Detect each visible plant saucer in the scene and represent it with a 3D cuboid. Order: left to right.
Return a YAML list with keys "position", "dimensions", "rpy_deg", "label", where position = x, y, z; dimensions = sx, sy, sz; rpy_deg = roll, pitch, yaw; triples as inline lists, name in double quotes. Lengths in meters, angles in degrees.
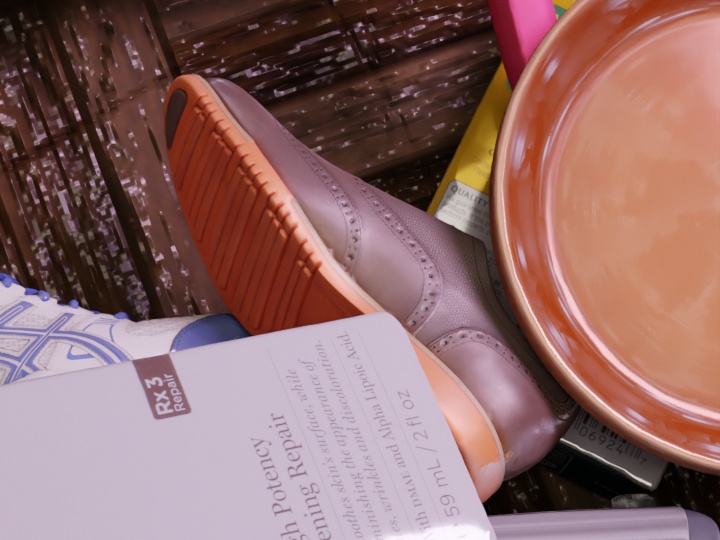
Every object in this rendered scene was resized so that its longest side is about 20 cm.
- position: [0.145, -0.023, 0.877]
  dimensions: [0.200, 0.032, 0.201]
  rpy_deg: [1, 80, -5]
  label: "plant saucer"

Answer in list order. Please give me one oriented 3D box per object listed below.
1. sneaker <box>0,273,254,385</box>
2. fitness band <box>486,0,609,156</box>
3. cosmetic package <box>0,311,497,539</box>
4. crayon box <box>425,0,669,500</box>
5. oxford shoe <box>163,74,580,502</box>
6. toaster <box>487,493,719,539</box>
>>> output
- position: [-0.137, 0.027, 0.913]
  dimensions: [0.199, 0.075, 0.088]
  rpy_deg: [-8, 73, -8]
  label: "sneaker"
- position: [0.116, -0.126, 0.922]
  dimensions: [0.143, 0.037, 0.201]
  rpy_deg: [-13, 90, -11]
  label: "fitness band"
- position: [-0.068, 0.086, 0.779]
  dimensions: [0.200, 0.074, 0.102]
  rpy_deg: [-11, 59, -26]
  label: "cosmetic package"
- position: [0.097, -0.023, 0.954]
  dimensions: [0.126, 0.052, 0.200]
  rpy_deg: [26, 75, 3]
  label: "crayon box"
- position: [0.000, 0.000, 0.893]
  dimensions: [0.073, 0.071, 0.200]
  rpy_deg: [-28, 71, -32]
  label: "oxford shoe"
- position: [0.062, 0.178, 0.866]
  dimensions: [0.129, 0.114, 0.201]
  rpy_deg: [3, 75, 1]
  label: "toaster"
